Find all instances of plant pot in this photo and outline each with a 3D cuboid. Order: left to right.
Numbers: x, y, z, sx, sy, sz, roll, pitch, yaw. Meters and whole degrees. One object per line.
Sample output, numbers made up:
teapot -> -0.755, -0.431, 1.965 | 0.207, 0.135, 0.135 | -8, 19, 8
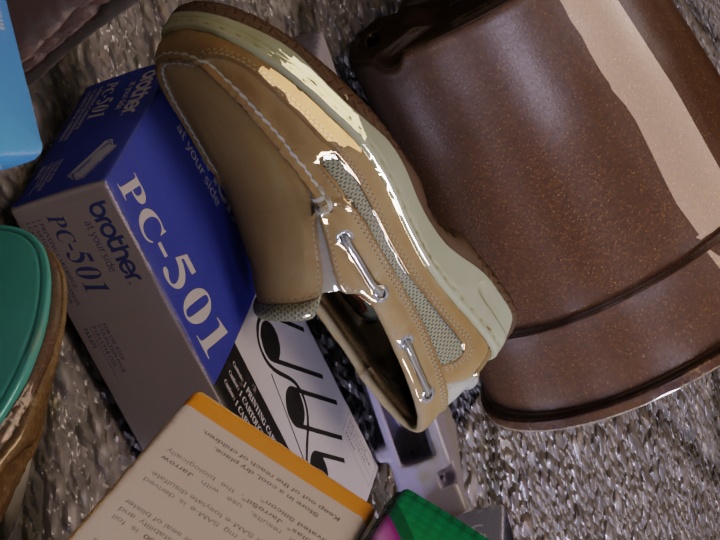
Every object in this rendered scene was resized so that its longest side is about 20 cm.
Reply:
plant pot -> 0.105, -0.059, 1.128 | 0.199, 0.199, 0.200 | 61, 27, -16

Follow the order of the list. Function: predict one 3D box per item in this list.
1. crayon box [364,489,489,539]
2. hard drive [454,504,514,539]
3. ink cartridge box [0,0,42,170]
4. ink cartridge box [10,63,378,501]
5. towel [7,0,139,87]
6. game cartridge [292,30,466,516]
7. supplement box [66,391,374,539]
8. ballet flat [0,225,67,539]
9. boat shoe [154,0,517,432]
crayon box -> -0.022, 0.180, 0.706 | 0.058, 0.201, 0.119 | 30, 28, 4
hard drive -> 0.047, 0.208, 0.961 | 0.135, 0.042, 0.202 | 68, 22, -73
ink cartridge box -> -0.182, -0.044, 0.557 | 0.200, 0.115, 0.067 | -7, 84, -67
ink cartridge box -> -0.058, 0.030, 0.879 | 0.201, 0.044, 0.094 | 64, 25, -26
towel -> -0.092, -0.175, 0.745 | 0.032, 0.200, 0.193 | -1, 75, -35
game cartridge -> 0.000, 0.000, 0.995 | 0.130, 0.038, 0.201 | -110, -179, -79
supplement box -> -0.080, 0.138, 0.657 | 0.073, 0.126, 0.200 | 33, 28, 3
ballet flat -> -0.131, 0.077, 0.681 | 0.201, 0.067, 0.073 | -78, 165, -45
boat shoe -> -0.016, -0.013, 0.866 | 0.200, 0.071, 0.076 | 46, 68, -29
